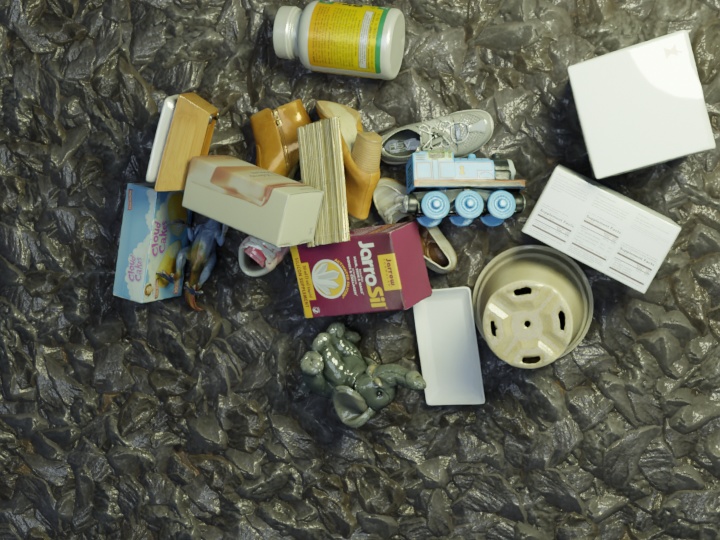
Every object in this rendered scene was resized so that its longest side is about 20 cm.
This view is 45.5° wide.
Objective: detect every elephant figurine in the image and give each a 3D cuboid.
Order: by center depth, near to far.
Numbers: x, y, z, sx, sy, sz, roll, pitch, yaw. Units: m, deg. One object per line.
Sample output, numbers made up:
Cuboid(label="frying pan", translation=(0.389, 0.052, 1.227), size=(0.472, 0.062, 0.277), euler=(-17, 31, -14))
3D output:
Cuboid(label="elephant figurine", translation=(0.000, 0.193, 1.448), size=(0.200, 0.155, 0.142), euler=(36, 82, 16))

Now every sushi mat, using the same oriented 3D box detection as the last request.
Cuboid(label="sushi mat", translation=(-0.060, -0.140, 1.361), size=(0.095, 0.012, 0.201), euler=(-9, 85, 45))

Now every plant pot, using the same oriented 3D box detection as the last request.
Cuboid(label="plant pot", translation=(0.264, 0.068, 1.345), size=(0.199, 0.183, 0.202), euler=(2, 98, 14))

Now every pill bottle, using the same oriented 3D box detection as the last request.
Cuboid(label="pill bottle", translation=(-0.035, -0.377, 1.396), size=(0.199, 0.113, 0.113), euler=(10, 100, 13))

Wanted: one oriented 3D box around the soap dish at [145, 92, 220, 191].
Cuboid(label="soap dish", translation=(-0.296, -0.217, 1.447), size=(0.081, 0.200, 0.158), euler=(15, 101, -8))

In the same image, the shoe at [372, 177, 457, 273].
Cuboid(label="shoe", translation=(0.089, -0.076, 1.436), size=(0.070, 0.053, 0.200), euler=(-43, 86, 15))

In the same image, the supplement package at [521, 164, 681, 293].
Cuboid(label="supplement package", translation=(0.365, -0.070, 1.315), size=(0.199, 0.156, 0.111), euler=(29, 104, 9))

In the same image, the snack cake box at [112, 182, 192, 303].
Cuboid(label="snack cake box", translation=(-0.363, -0.051, 1.516), size=(0.067, 0.115, 0.201), euler=(14, 102, 21))

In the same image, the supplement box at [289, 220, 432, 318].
Cuboid(label="supplement box", translation=(0.000, 0.000, 1.414), size=(0.199, 0.103, 0.132), euler=(-7, 99, 32))

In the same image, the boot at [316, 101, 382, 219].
Cuboid(label="boot", translation=(-0.033, -0.182, 1.410), size=(0.201, 0.070, 0.145), euler=(49, 133, 47))

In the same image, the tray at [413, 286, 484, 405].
Cuboid(label="tray", translation=(0.151, 0.128, 1.458), size=(0.107, 0.022, 0.201), euler=(-5, 96, 27))

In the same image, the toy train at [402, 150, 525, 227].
Cuboid(label="toy train", translation=(0.165, -0.132, 1.372), size=(0.199, 0.087, 0.115), euler=(-1, 82, -6))

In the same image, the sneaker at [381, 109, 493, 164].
Cuboid(label="sneaker", translation=(0.119, -0.209, 1.395), size=(0.199, 0.082, 0.075), euler=(-15, 94, 15))

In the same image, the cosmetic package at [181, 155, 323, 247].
Cuboid(label="cosmetic package", translation=(-0.171, -0.113, 1.360), size=(0.199, 0.103, 0.088), euler=(23, 108, 25))

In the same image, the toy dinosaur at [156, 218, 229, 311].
Cuboid(label="toy dinosaur", translation=(-0.287, -0.055, 1.525), size=(0.105, 0.200, 0.182), euler=(24, 64, 0))

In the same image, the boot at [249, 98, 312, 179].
Cuboid(label="boot", translation=(-0.162, -0.196, 1.477), size=(0.201, 0.071, 0.145), euler=(-27, 90, 8))

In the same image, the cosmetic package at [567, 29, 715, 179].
Cuboid(label="cosmetic package", translation=(0.404, -0.236, 1.260), size=(0.166, 0.200, 0.168), euler=(-14, 93, 15))

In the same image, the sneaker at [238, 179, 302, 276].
Cuboid(label="sneaker", translation=(-0.136, -0.062, 1.438), size=(0.075, 0.105, 0.200), euler=(41, 124, -4))
